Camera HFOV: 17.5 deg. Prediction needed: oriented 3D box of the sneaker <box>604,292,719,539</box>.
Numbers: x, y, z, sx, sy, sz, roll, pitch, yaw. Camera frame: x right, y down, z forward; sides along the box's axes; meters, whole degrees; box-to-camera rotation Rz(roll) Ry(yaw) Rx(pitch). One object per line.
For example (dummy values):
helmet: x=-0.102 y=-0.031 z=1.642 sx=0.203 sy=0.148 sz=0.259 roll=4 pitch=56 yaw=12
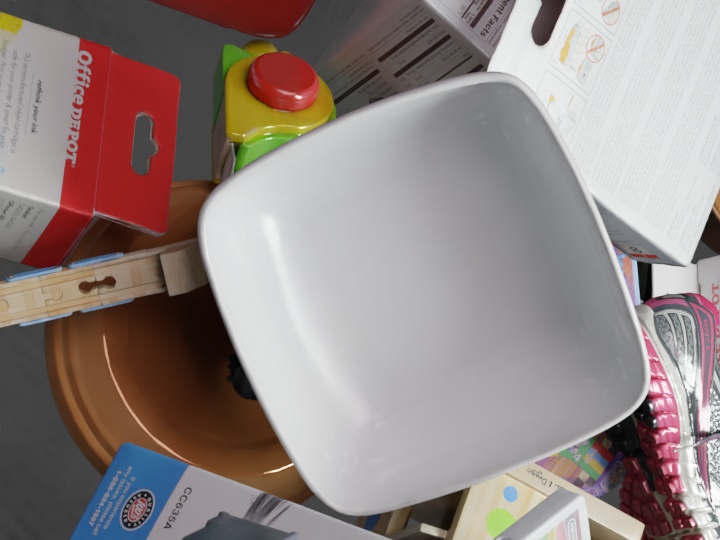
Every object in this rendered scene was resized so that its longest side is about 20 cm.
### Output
sneaker: x=0.192 y=0.110 z=1.332 sx=0.075 sy=0.081 sz=0.201 roll=-25 pitch=113 yaw=-24

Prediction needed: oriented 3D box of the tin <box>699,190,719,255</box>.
tin: x=0.232 y=-0.095 z=1.507 sx=0.112 sy=0.042 sz=0.200 roll=-33 pitch=91 yaw=-27

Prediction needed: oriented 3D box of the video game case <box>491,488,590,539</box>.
video game case: x=0.052 y=0.213 z=1.129 sx=0.200 sy=0.018 sz=0.144 roll=-31 pitch=123 yaw=-40

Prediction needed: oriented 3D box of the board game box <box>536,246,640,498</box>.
board game box: x=0.089 y=0.045 z=1.344 sx=0.157 sy=0.039 sz=0.201 roll=-4 pitch=88 yaw=-5

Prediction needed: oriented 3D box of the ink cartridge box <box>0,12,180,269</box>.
ink cartridge box: x=-0.202 y=-0.076 z=1.251 sx=0.199 sy=0.067 sz=0.117 roll=17 pitch=54 yaw=-21

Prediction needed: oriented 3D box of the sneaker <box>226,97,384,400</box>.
sneaker: x=0.000 y=0.000 z=1.298 sx=0.090 sy=0.066 sz=0.200 roll=33 pitch=60 yaw=-6

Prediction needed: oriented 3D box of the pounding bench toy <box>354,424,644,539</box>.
pounding bench toy: x=0.084 y=0.209 z=1.286 sx=0.200 sy=0.124 sz=0.156 roll=29 pitch=64 yaw=-16

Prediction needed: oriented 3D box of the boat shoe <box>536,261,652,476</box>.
boat shoe: x=0.137 y=0.029 z=1.404 sx=0.071 sy=0.064 sz=0.201 roll=23 pitch=66 yaw=-20

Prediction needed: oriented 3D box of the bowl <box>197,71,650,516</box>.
bowl: x=0.034 y=0.007 z=1.202 sx=0.199 sy=0.075 sz=0.201 roll=-22 pitch=100 yaw=12

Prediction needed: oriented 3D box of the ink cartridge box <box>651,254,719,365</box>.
ink cartridge box: x=0.266 y=0.054 z=1.428 sx=0.200 sy=0.068 sz=0.116 roll=17 pitch=66 yaw=-41

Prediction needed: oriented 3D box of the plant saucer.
plant saucer: x=-0.077 y=0.042 z=1.308 sx=0.199 sy=0.037 sz=0.201 roll=8 pitch=71 yaw=-24

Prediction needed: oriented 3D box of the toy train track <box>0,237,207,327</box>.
toy train track: x=-0.179 y=0.019 z=1.214 sx=0.199 sy=0.033 sz=0.115 roll=-13 pitch=108 yaw=-3

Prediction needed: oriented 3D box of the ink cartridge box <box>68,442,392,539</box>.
ink cartridge box: x=-0.060 y=0.189 z=1.167 sx=0.147 sy=0.199 sz=0.086 roll=-62 pitch=145 yaw=-18

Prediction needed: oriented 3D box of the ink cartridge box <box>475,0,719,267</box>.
ink cartridge box: x=0.140 y=-0.114 z=1.296 sx=0.200 sy=0.050 sz=0.163 roll=33 pitch=74 yaw=-37

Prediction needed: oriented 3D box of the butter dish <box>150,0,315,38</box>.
butter dish: x=-0.097 y=-0.263 z=1.340 sx=0.199 sy=0.148 sz=0.200 roll=18 pitch=109 yaw=-20

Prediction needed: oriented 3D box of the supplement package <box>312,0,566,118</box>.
supplement package: x=0.086 y=-0.166 z=1.385 sx=0.111 sy=0.156 sz=0.200 roll=42 pitch=61 yaw=-10

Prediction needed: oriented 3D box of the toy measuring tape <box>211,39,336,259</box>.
toy measuring tape: x=-0.047 y=-0.063 z=1.313 sx=0.073 sy=0.074 sz=0.200 roll=19 pitch=38 yaw=-20
